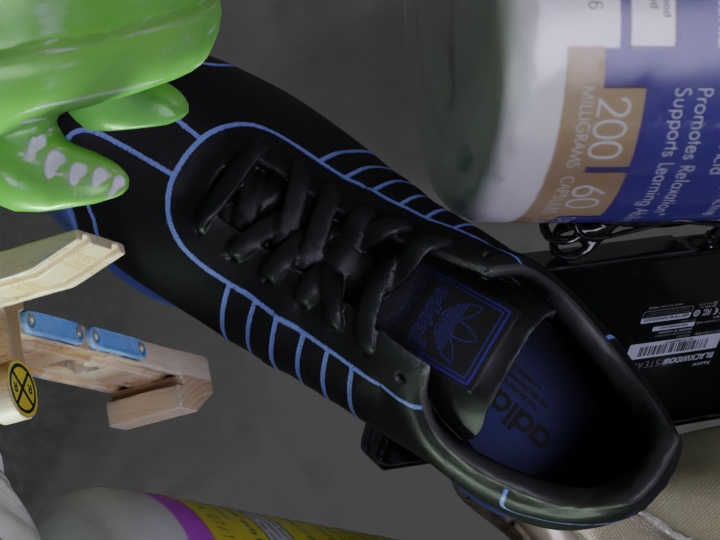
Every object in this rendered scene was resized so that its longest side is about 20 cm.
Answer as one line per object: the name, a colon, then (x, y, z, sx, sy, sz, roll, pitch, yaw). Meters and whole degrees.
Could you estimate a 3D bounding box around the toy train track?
toy train track: (-0.091, 0.027, 0.742, 0.200, 0.114, 0.033, 18, 59, -65)

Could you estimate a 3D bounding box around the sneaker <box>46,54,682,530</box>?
sneaker: (0.000, 0.000, 0.786, 0.200, 0.078, 0.070, 34, 78, -12)

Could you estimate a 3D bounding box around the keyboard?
keyboard: (0.091, 0.002, 0.915, 0.199, 0.040, 0.104, -7, 132, -31)

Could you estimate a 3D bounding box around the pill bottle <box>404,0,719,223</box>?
pill bottle: (0.120, -0.069, 0.824, 0.199, 0.111, 0.112, -1, 107, -14)

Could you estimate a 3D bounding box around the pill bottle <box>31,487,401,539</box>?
pill bottle: (-0.004, 0.126, 0.844, 0.199, 0.104, 0.105, 13, 99, -34)

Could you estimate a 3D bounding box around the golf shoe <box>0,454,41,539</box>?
golf shoe: (-0.165, 0.058, 0.726, 0.199, 0.097, 0.079, 5, 105, -32)

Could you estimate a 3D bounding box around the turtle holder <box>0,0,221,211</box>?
turtle holder: (-0.126, -0.084, 0.694, 0.141, 0.185, 0.132, -33, 119, -60)

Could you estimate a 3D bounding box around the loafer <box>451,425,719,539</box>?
loafer: (0.104, 0.077, 0.915, 0.200, 0.076, 0.068, 28, 96, -45)
